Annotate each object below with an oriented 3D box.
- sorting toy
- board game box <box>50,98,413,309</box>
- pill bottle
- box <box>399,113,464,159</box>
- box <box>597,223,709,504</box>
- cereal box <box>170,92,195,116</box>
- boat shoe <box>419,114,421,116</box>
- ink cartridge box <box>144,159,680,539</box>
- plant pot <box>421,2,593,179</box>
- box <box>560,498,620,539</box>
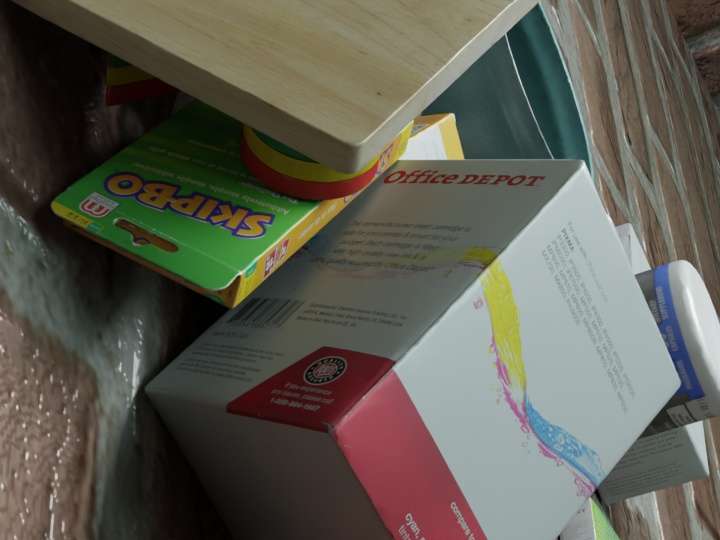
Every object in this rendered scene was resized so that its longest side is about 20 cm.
[{"bbox_3d":[-0.040,-0.125,0.867,0.199,0.200,0.070,-45,157,-43],"label":"sorting toy"},{"bbox_3d":[-0.059,-0.046,0.845,0.200,0.095,0.030,-43,153,-53],"label":"board game box"},{"bbox_3d":[0.159,0.075,1.242,0.114,0.199,0.114,-19,90,-73],"label":"pill bottle"},{"bbox_3d":[0.000,0.000,0.960,0.200,0.041,0.119,-33,114,-46],"label":"box"},{"bbox_3d":[0.238,0.087,1.603,0.153,0.106,0.200,-82,148,-53],"label":"box"},{"bbox_3d":[-0.057,-0.060,1.007,0.144,0.039,0.200,58,23,-34],"label":"cereal box"},{"bbox_3d":[-0.001,-0.108,1.160,0.200,0.067,0.074,86,24,-63],"label":"boat shoe"},{"bbox_3d":[0.031,0.057,0.847,0.200,0.145,0.145,-44,120,-29],"label":"ink cartridge box"},{"bbox_3d":[0.079,-0.127,1.312,0.200,0.134,0.201,-19,90,-72],"label":"plant pot"},{"bbox_3d":[0.212,0.309,1.433,0.144,0.036,0.201,53,27,-44],"label":"box"}]
